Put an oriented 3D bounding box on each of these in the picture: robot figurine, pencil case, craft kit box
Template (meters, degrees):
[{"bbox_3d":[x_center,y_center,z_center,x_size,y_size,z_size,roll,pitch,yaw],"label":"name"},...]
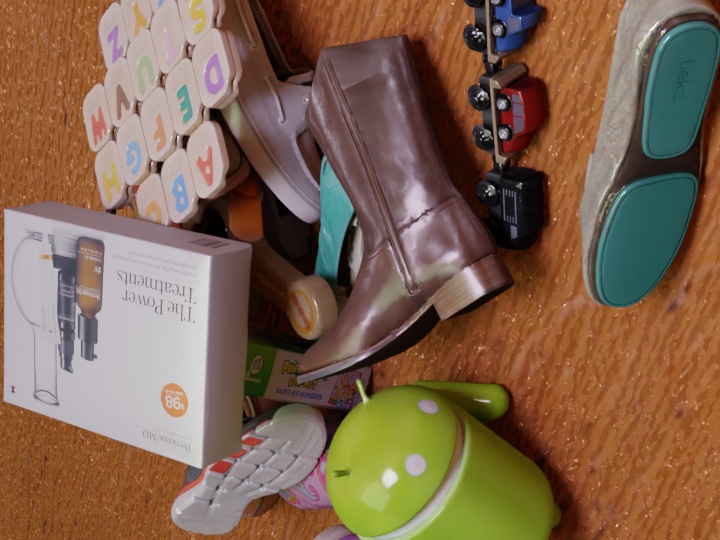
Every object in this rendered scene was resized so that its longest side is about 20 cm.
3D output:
[{"bbox_3d":[0.058,0.160,0.890,0.200,0.176,0.115,38,135,-28],"label":"robot figurine"},{"bbox_3d":[0.001,0.160,1.041,0.200,0.087,0.088,-12,104,55],"label":"pencil case"},{"bbox_3d":[-0.121,0.057,1.011,0.199,0.197,0.049,19,93,29],"label":"craft kit box"}]

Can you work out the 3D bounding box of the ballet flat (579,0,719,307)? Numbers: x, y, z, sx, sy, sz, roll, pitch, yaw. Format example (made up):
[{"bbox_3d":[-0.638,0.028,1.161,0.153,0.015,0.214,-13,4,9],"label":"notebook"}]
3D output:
[{"bbox_3d":[0.161,-0.072,0.709,0.062,0.067,0.201,-115,26,-49],"label":"ballet flat"}]

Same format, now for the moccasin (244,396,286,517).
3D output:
[{"bbox_3d":[-0.108,0.165,1.186,0.074,0.078,0.202,40,140,27],"label":"moccasin"}]

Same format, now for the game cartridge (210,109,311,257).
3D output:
[{"bbox_3d":[-0.112,-0.110,1.039,0.133,0.041,0.201,13,123,52],"label":"game cartridge"}]

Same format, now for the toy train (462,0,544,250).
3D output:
[{"bbox_3d":[0.093,-0.102,0.782,0.046,0.034,0.201,19,128,40],"label":"toy train"}]

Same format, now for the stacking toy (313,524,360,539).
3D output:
[{"bbox_3d":[0.039,0.297,1.094,0.199,0.085,0.086,17,126,40],"label":"stacking toy"}]

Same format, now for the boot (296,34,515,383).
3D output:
[{"bbox_3d":[-0.007,-0.042,0.852,0.186,0.064,0.201,-31,79,26],"label":"boot"}]

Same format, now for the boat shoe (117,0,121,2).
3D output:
[{"bbox_3d":[-0.182,-0.237,0.980,0.071,0.070,0.201,-46,65,40],"label":"boat shoe"}]

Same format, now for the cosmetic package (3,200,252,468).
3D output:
[{"bbox_3d":[-0.172,0.041,0.894,0.199,0.052,0.152,12,107,31],"label":"cosmetic package"}]

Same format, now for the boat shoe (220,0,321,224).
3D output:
[{"bbox_3d":[-0.064,-0.131,0.933,0.068,0.072,0.201,-25,102,15],"label":"boat shoe"}]

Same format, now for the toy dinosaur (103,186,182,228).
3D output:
[{"bbox_3d":[-0.181,-0.002,1.163,0.181,0.105,0.201,29,127,12],"label":"toy dinosaur"}]

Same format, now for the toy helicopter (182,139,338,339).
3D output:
[{"bbox_3d":[-0.079,-0.015,0.958,0.200,0.079,0.133,35,128,43],"label":"toy helicopter"}]

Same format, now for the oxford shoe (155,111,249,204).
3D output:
[{"bbox_3d":[-0.145,-0.109,0.945,0.200,0.071,0.074,39,156,53],"label":"oxford shoe"}]

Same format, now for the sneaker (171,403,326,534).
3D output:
[{"bbox_3d":[-0.101,0.150,1.056,0.077,0.082,0.200,27,133,-27],"label":"sneaker"}]

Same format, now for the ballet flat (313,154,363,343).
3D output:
[{"bbox_3d":[0.000,0.000,0.940,0.070,0.067,0.201,39,139,40],"label":"ballet flat"}]

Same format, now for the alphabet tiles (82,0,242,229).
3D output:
[{"bbox_3d":[-0.149,-0.127,0.901,0.200,0.015,0.197,-34,65,46],"label":"alphabet tiles"}]
